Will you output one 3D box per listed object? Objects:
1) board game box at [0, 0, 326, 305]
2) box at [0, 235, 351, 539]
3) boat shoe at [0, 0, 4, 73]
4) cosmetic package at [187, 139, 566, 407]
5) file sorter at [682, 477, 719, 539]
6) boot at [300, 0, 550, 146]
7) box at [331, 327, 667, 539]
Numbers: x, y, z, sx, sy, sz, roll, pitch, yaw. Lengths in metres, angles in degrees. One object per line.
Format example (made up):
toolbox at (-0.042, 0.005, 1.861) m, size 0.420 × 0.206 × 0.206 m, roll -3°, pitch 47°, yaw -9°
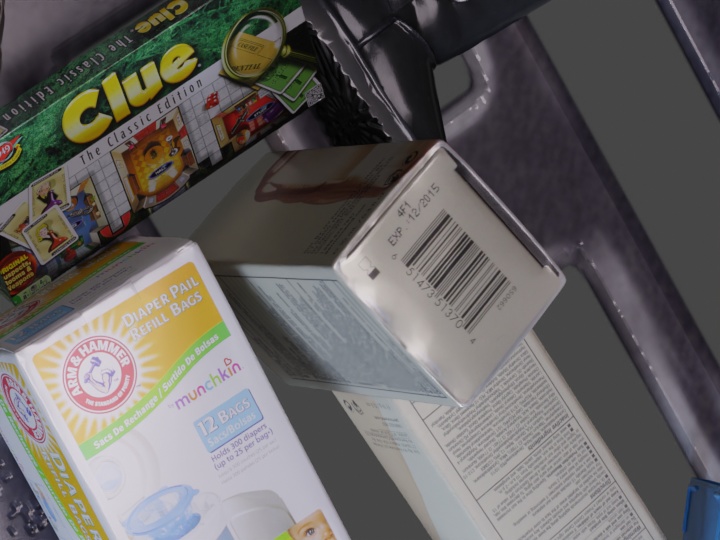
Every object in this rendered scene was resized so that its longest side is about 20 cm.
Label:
board game box at (-0.110, -0.074, 1.243) m, size 0.200 × 0.023 × 0.105 m, roll -36°, pitch 138°, yaw -16°
box at (-0.100, 0.095, 1.250) m, size 0.112 × 0.101 × 0.200 m, roll -32°, pitch 104°, yaw -22°
boat shoe at (-0.212, -0.093, 1.213) m, size 0.073 × 0.065 × 0.200 m, roll 2°, pitch 92°, yaw -28°
cosmetic package at (0.000, 0.000, 1.243) m, size 0.103 × 0.200 × 0.087 m, roll 47°, pitch 72°, yaw -21°
file sorter at (0.236, 0.223, 1.374) m, size 0.123 × 0.139 × 0.200 m, roll 7°, pitch 88°, yaw 0°
boot at (0.067, -0.131, 1.352) m, size 0.200 × 0.066 × 0.165 m, roll -38°, pitch 108°, yaw -25°
box at (0.083, 0.116, 1.351) m, size 0.095 × 0.078 × 0.200 m, roll -38°, pitch 106°, yaw -20°
